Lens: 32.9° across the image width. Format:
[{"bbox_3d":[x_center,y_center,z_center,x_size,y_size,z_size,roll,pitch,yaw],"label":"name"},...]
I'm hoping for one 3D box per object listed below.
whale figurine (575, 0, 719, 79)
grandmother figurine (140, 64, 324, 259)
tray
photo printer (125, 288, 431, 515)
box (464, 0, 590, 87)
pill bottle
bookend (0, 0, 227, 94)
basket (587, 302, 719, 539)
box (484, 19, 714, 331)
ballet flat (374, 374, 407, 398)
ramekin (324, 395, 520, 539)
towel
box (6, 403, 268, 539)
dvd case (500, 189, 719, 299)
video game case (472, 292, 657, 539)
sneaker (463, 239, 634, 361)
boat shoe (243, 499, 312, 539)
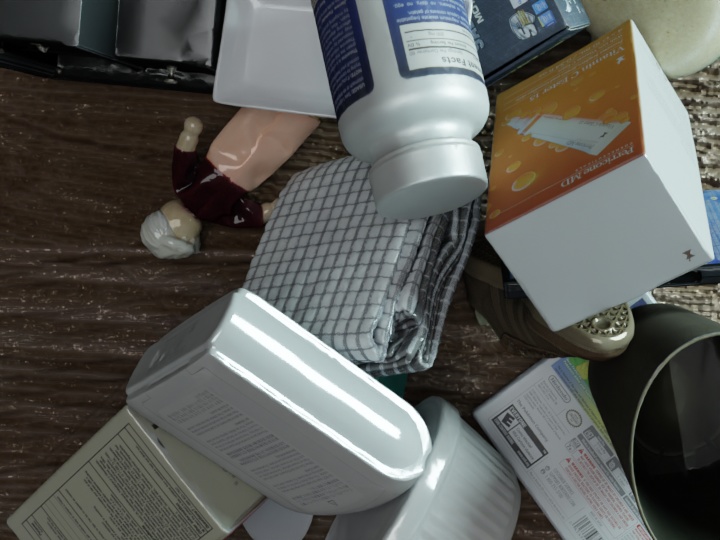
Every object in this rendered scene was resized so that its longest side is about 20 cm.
[{"bbox_3d":[0.218,-0.235,0.979,0.199,0.103,0.161,27,119,29],"label":"whale figurine"},{"bbox_3d":[-0.111,-0.083,1.042,0.200,0.061,0.121,-43,107,13],"label":"grandmother figurine"},{"bbox_3d":[-0.014,-0.173,0.969,0.198,0.022,0.109,8,87,10],"label":"tray"},{"bbox_3d":[-0.055,0.108,0.894,0.199,0.166,0.070,36,56,-17],"label":"photo printer"},{"bbox_3d":[0.071,-0.246,0.984,0.157,0.051,0.202,-26,89,36],"label":"box"},{"bbox_3d":[0.031,-0.145,0.880,0.110,0.111,0.202,-15,74,9],"label":"pill bottle"},{"bbox_3d":[-0.194,-0.200,0.979,0.198,0.199,0.093,6,94,6],"label":"bookend"},{"bbox_3d":[0.242,0.103,0.900,0.135,0.200,0.182,-13,104,2],"label":"basket"},{"bbox_3d":[0.169,-0.073,0.881,0.124,0.201,0.098,-27,118,25],"label":"box"},{"bbox_3d":[0.017,0.049,1.037,0.075,0.068,0.202,19,90,28],"label":"ballet flat"},{"bbox_3d":[0.046,0.210,0.975,0.094,0.202,0.203,33,97,-7],"label":"ramekin"},{"bbox_3d":[0.000,0.000,0.956,0.164,0.086,0.201,-8,51,38],"label":"towel"},{"bbox_3d":[-0.174,0.186,1.007,0.128,0.109,0.200,50,124,2],"label":"box"},{"bbox_3d":[0.208,-0.023,0.959,0.198,0.143,0.018,-4,116,6],"label":"dvd case"},{"bbox_3d":[0.224,0.147,1.027,0.182,0.022,0.201,-37,87,8],"label":"video game case"},{"bbox_3d":[0.148,0.038,0.960,0.070,0.200,0.076,-15,116,-19],"label":"sneaker"},{"bbox_3d":[-0.076,0.140,1.049,0.071,0.066,0.202,-7,110,8],"label":"boat shoe"}]
